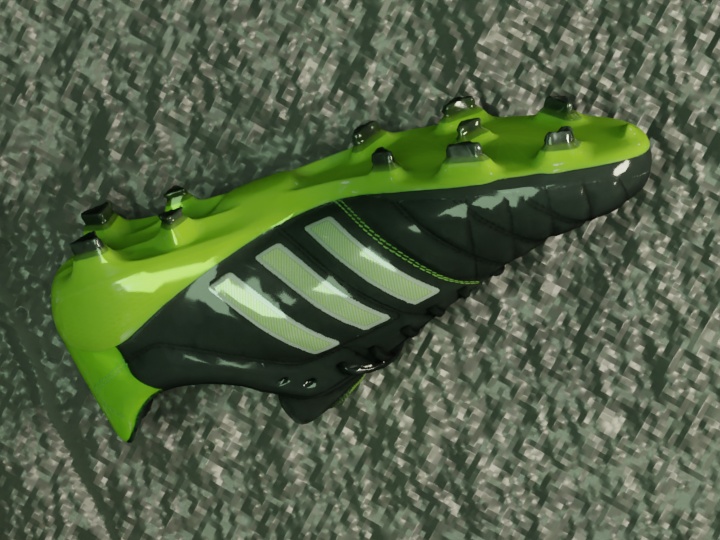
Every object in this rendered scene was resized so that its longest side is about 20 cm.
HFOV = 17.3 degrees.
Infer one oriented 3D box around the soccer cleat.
[{"bbox_3d":[0.000,0.000,0.754,0.200,0.068,0.081,-15,110,12],"label":"soccer cleat"}]
